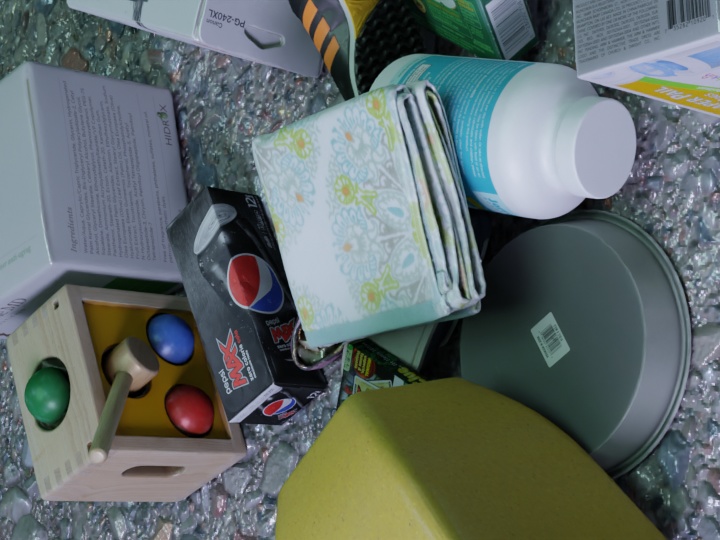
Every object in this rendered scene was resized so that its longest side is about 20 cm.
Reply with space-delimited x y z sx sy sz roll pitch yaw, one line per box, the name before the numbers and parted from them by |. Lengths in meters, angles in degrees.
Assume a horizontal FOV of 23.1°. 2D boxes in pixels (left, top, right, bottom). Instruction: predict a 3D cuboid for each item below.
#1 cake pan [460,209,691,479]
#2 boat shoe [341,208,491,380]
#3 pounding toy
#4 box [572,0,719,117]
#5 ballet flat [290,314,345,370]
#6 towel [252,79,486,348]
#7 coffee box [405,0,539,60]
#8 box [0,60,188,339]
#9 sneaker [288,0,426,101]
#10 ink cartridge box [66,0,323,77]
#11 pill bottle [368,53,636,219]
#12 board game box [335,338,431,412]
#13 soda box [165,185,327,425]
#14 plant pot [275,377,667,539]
cake pan | 0.146 0.054 1.266 0.200 0.037 0.202 -9 78 45
boat shoe | 0.043 0.032 1.355 0.075 0.062 0.201 40 128 27
pounding toy | -0.203 0.110 1.504 0.142 0.199 0.185 -37 60 36
box | 0.234 -0.161 1.087 0.112 0.199 0.102 -12 75 46
ballet flat | 0.000 0.000 1.397 0.201 0.069 0.071 -61 4 23
towel | 0.005 -0.037 1.293 0.199 0.048 0.172 -15 88 51
coffee box | 0.057 -0.251 1.297 0.044 0.200 0.123 -39 42 -14
box | -0.283 -0.057 1.630 0.199 0.171 0.201 -27 66 41
sneaker | -0.011 -0.194 1.370 0.090 0.070 0.201 11 125 58
ink cartridge box | -0.136 -0.236 1.521 0.199 0.145 0.084 21 97 46
pill bottle | 0.102 -0.098 1.280 0.199 0.110 0.112 12 93 47
board game box | 0.014 0.164 1.359 0.105 0.023 0.201 29 120 38
soda box | -0.100 0.029 1.506 0.071 0.063 0.201 -41 57 34
plant pot | 0.052 0.187 1.201 0.200 0.195 0.195 55 129 27
